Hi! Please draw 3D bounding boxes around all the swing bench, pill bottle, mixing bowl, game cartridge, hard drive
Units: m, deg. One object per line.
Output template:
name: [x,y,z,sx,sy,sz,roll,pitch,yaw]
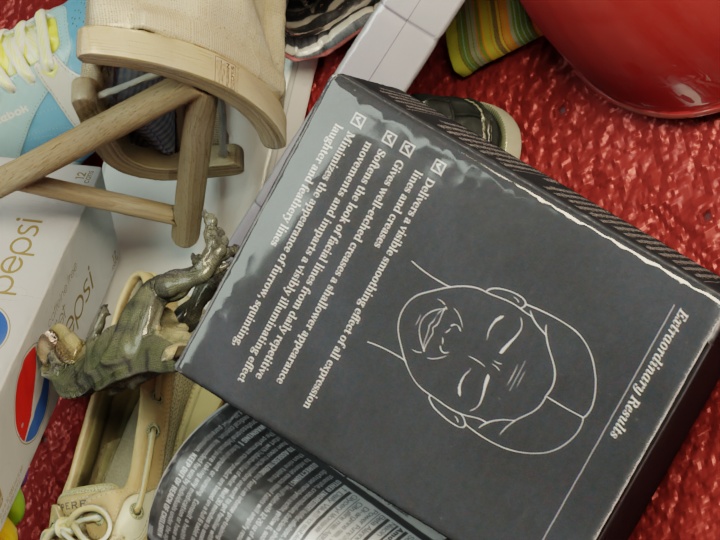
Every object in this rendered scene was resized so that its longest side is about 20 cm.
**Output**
swing bench: [-0.100,-0.146,1.472,0.200,0.129,0.200,139,138,-59]
pill bottle: [0.005,0.145,1.352,0.200,0.106,0.107,34,99,32]
mixing bowl: [0.127,-0.177,1.351,0.200,0.108,0.201,-14,68,40]
game cartridge: [0.004,-0.089,1.438,0.200,0.041,0.133,-57,6,25]
hard drive: [-0.093,-0.031,1.589,0.132,0.026,0.201,3,76,45]

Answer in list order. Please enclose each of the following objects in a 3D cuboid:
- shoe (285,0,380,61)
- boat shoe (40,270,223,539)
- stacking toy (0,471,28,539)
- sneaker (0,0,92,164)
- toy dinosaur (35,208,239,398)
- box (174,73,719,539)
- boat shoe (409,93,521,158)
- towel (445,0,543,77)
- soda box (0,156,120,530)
shoe: [0.015,-0.192,1.499,0.200,0.071,0.091,-45,35,34]
boat shoe: [-0.120,0.097,1.460,0.073,0.063,0.201,-12,48,48]
stacking toy: [-0.210,0.115,1.542,0.110,0.116,0.201,-18,45,45]
sneaker: [-0.200,-0.106,1.626,0.200,0.130,0.080,-47,37,35]
toy dinosaur: [-0.091,0.022,1.400,0.088,0.047,0.200,-51,13,-19]
box: [0.048,0.028,1.306,0.200,0.107,0.149,31,98,13]
boat shoe: [0.001,0.001,1.453,0.200,0.066,0.075,-56,45,13]
towel: [0.117,-0.166,1.443,0.200,0.018,0.086,-23,63,37]
soda box: [-0.183,0.034,1.511,0.063,0.068,0.200,6,45,13]
